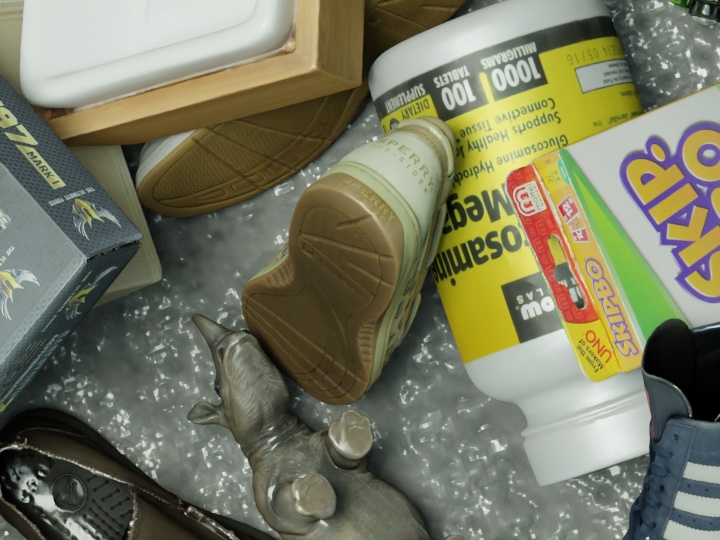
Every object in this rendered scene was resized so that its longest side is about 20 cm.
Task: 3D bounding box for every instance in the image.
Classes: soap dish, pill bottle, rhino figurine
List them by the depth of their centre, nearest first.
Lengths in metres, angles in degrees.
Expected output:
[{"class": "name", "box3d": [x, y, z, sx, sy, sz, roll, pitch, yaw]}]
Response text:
[{"class": "pill bottle", "box3d": [0.085, -0.014, 1.163, 0.112, 0.112, 0.201, -20, 87, 12]}, {"class": "soap dish", "box3d": [-0.068, -0.155, 1.165, 0.157, 0.081, 0.201, -13, 65, 33]}, {"class": "rhino figurine", "box3d": [-0.017, 0.099, 1.205, 0.060, 0.087, 0.200, -37, 81, -18]}]

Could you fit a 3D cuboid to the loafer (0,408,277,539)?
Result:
[{"class": "loafer", "box3d": [-0.098, 0.138, 1.226, 0.199, 0.071, 0.073, 30, 97, 10]}]

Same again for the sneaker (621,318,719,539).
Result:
[{"class": "sneaker", "box3d": [0.135, 0.069, 1.076, 0.084, 0.075, 0.200, 24, 123, -17]}]

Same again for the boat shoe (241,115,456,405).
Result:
[{"class": "boat shoe", "box3d": [0.000, 0.000, 1.160, 0.073, 0.200, 0.063, 42, 65, 4]}]

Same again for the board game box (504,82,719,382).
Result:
[{"class": "board game box", "box3d": [0.156, -0.030, 1.127, 0.199, 0.030, 0.096, -23, 89, -29]}]

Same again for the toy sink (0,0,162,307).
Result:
[{"class": "toy sink", "box3d": [-0.198, -0.063, 1.206, 0.130, 0.112, 0.201, -20, 87, 31]}]

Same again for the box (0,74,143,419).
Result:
[{"class": "box", "box3d": [-0.206, 0.001, 1.132, 0.158, 0.051, 0.200, 47, 118, 12]}]

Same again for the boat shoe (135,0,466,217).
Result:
[{"class": "boat shoe", "box3d": [-0.031, -0.104, 1.217, 0.200, 0.071, 0.070, -40, 57, 18]}]

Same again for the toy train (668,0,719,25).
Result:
[{"class": "toy train", "box3d": [0.164, -0.210, 1.183, 0.056, 0.042, 0.201, 16, 94, 21]}]
